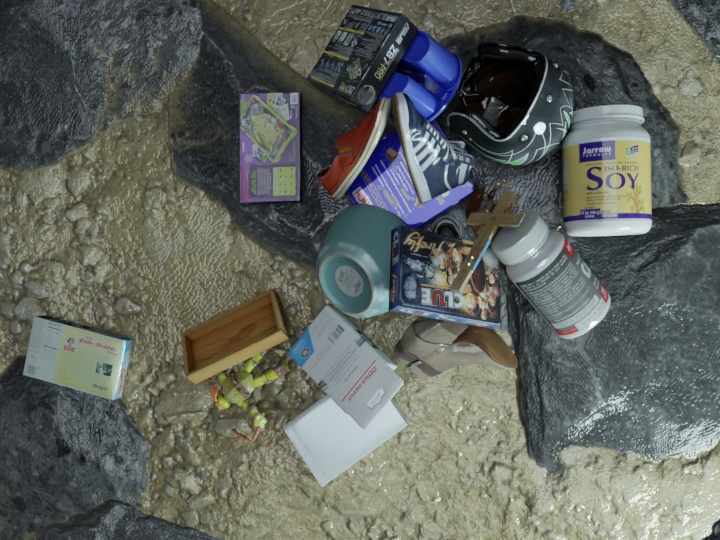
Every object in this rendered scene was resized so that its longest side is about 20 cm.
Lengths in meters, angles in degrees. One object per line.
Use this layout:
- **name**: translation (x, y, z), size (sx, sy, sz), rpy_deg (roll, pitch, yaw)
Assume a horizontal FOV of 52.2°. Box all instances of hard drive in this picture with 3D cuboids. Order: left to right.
- **hard drive**: translation (-0.028, 0.285, 1.353), size (0.199, 0.026, 0.133), rpy_deg (-37, 85, 7)

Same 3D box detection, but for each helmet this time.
- **helmet**: translation (0.257, -0.270, 1.219), size (0.188, 0.200, 0.203), rpy_deg (23, 93, 17)

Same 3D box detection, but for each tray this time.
- **tray**: translation (-0.233, 0.122, 1.355), size (0.197, 0.037, 0.100), rpy_deg (-25, 50, 7)

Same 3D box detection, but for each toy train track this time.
- **toy train track**: translation (0.206, -0.041, 1.196), size (0.033, 0.114, 0.202), rpy_deg (46, 66, -33)

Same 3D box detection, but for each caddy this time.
- **caddy**: translation (0.091, -0.326, 1.257), size (0.104, 0.200, 0.143), rpy_deg (28, 98, -34)

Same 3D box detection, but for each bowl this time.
- **bowl**: translation (0.000, 0.000, 1.260), size (0.198, 0.105, 0.204), rpy_deg (19, 126, 27)

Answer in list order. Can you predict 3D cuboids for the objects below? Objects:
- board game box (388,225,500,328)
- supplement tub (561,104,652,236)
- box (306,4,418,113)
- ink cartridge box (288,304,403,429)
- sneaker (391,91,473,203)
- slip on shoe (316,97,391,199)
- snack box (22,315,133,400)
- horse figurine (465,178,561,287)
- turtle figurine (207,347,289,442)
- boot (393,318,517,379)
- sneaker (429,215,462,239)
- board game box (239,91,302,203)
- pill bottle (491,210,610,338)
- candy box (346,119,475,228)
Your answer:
- **board game box**: translation (0.142, 0.013, 1.213), size (0.196, 0.035, 0.138), rpy_deg (10, 72, -24)
- **supplement tub**: translation (0.410, -0.162, 1.226), size (0.142, 0.145, 0.205), rpy_deg (-1, 90, 8)
- **box**: translation (-0.002, -0.372, 1.272), size (0.049, 0.200, 0.163), rpy_deg (31, 95, -34)
- **ink cartridge box**: translation (-0.018, 0.173, 1.308), size (0.200, 0.067, 0.116), rpy_deg (43, 94, 20)
- **sneaker**: translation (0.120, -0.212, 1.197), size (0.106, 0.071, 0.202), rpy_deg (-18, 128, 4)
- **slip on shoe**: translation (-0.011, -0.206, 1.221), size (0.061, 0.074, 0.201), rpy_deg (33, 125, -7)
- **snack box**: translation (-0.548, 0.167, 1.425), size (0.196, 0.037, 0.119), rpy_deg (14, 92, 8)
- **horse figurine**: translation (0.254, -0.070, 1.285), size (0.199, 0.050, 0.133), rpy_deg (36, 113, -10)
- **turtle figurine**: translation (-0.220, 0.199, 1.360), size (0.161, 0.064, 0.201), rpy_deg (-41, 72, -1)
- **boot**: translation (0.162, 0.148, 1.298), size (0.199, 0.071, 0.146), rpy_deg (37, 122, -21)
- **sneaker**: translation (0.154, 0.004, 1.299), size (0.072, 0.080, 0.204), rpy_deg (-9, 91, 6)
- **board game box**: translation (-0.167, -0.228, 1.372), size (0.117, 0.032, 0.205), rpy_deg (0, 89, 4)
- **pill bottle**: translation (0.316, 0.005, 1.227), size (0.114, 0.114, 0.200), rpy_deg (-41, 106, 6)
- **candy box**: translation (0.080, -0.159, 1.311), size (0.198, 0.077, 0.171), rpy_deg (-31, 87, 6)
